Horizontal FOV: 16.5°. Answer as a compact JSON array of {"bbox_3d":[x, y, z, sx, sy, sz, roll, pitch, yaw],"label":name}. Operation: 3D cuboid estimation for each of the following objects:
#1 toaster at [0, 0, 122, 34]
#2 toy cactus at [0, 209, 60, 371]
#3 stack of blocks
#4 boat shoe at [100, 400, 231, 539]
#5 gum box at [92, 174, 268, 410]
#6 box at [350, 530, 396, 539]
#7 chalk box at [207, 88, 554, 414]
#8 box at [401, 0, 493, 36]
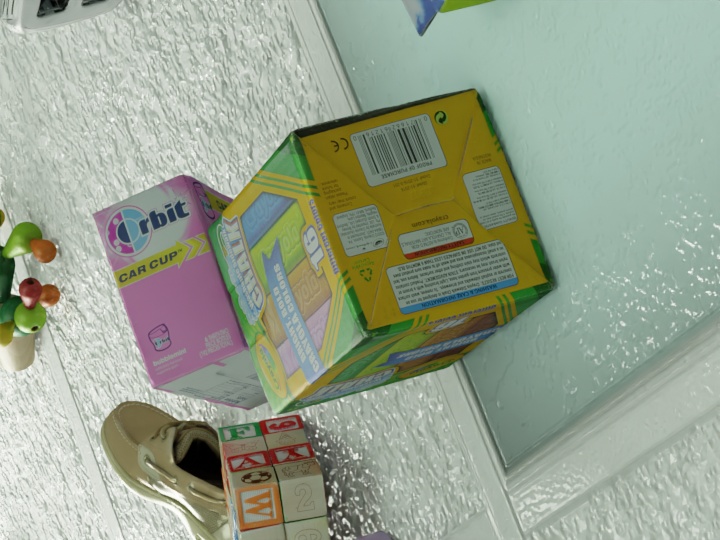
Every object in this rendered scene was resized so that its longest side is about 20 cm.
[{"bbox_3d":[-0.218,-0.260,1.725,0.129,0.113,0.200,58,147,24],"label":"toaster"},{"bbox_3d":[-0.311,0.019,2.099,0.200,0.102,0.166,35,144,41],"label":"toy cactus"},{"bbox_3d":[-0.050,0.212,1.660,0.115,0.058,0.201,-119,21,-71],"label":"stack of blocks"},{"bbox_3d":[-0.120,0.139,1.799,0.200,0.071,0.065,35,128,42],"label":"boat shoe"},{"bbox_3d":[-0.088,0.018,1.559,0.200,0.066,0.114,27,-138,-73],"label":"gum box"},{"bbox_3d":[0.027,0.292,1.546,0.176,0.096,0.201,25,125,58],"label":"box"},{"bbox_3d":[0.000,0.000,1.412,0.124,0.124,0.200,69,155,12],"label":"chalk box"},{"bbox_3d":[0.056,-0.224,1.262,0.122,0.047,0.200,66,153,20],"label":"box"}]
